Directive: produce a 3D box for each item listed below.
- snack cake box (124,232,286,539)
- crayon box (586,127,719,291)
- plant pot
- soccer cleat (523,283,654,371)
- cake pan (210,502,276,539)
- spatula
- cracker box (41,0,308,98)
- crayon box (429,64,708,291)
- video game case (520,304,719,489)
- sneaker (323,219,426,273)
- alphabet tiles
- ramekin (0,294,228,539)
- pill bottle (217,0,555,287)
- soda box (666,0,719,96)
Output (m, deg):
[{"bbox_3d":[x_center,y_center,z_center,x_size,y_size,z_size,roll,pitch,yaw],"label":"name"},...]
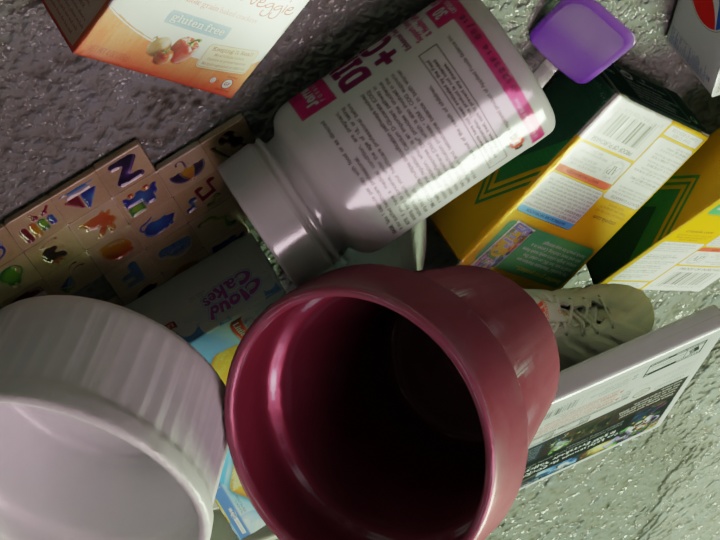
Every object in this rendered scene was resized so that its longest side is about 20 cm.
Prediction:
[{"bbox_3d":[-0.081,0.083,1.705,0.115,0.067,0.200,-29,135,-3],"label":"snack cake box"},{"bbox_3d":[0.276,-0.052,1.845,0.125,0.052,0.200,2,152,-42],"label":"crayon box"},{"bbox_3d":[0.038,0.082,1.594,0.200,0.200,0.179,-55,166,30],"label":"plant pot"},{"bbox_3d":[0.132,0.041,1.756,0.199,0.069,0.078,-14,141,-25],"label":"soccer cleat"},{"bbox_3d":[-0.071,0.137,1.854,0.199,0.037,0.201,-22,145,-17],"label":"cake pan"},{"bbox_3d":[0.106,-0.114,1.681,0.200,0.056,0.021,-45,-170,28],"label":"spatula"},{"bbox_3d":[-0.073,-0.199,1.402,0.134,0.058,0.200,12,126,-48],"label":"cracker box"},{"bbox_3d":[0.139,-0.057,1.757,0.200,0.052,0.125,-48,145,19],"label":"crayon box"},{"bbox_3d":[0.159,0.106,1.793,0.199,0.023,0.182,-22,158,-21],"label":"video game case"},{"bbox_3d":[0.000,0.000,1.721,0.088,0.075,0.201,9,127,4],"label":"sneaker"},{"bbox_3d":[-0.148,-0.024,1.611,0.199,0.008,0.167,-32,147,-3],"label":"alphabet tiles"},{"bbox_3d":[-0.179,0.105,1.589,0.199,0.098,0.201,13,144,9],"label":"ramekin"},{"bbox_3d":[0.015,-0.083,1.573,0.200,0.114,0.113,-34,147,0],"label":"pill bottle"},{"bbox_3d":[0.273,-0.217,1.668,0.068,0.064,0.201,-17,144,-24],"label":"soda box"}]
